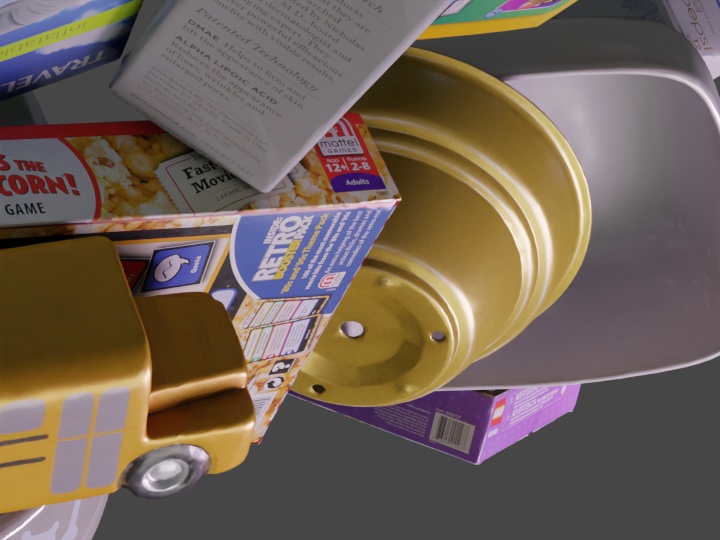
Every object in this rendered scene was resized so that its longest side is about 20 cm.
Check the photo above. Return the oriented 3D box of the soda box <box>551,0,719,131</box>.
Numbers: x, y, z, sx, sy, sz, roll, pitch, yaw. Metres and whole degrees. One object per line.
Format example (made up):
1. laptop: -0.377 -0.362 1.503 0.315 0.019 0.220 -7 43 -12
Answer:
1. soda box: 0.090 -0.085 1.403 0.200 0.064 0.068 -31 167 36

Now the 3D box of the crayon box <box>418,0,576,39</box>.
1. crayon box: 0.088 -0.157 1.064 0.200 0.058 0.119 -32 166 38

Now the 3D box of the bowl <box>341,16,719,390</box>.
1. bowl: 0.077 -0.039 1.329 0.199 0.075 0.200 -5 135 10

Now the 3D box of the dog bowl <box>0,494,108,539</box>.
1. dog bowl: -0.192 0.052 1.125 0.200 0.200 0.059 -20 154 -22

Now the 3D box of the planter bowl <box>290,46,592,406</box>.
1. planter bowl: 0.000 0.000 1.261 0.200 0.084 0.201 4 135 4

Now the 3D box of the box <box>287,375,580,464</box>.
1. box: 0.002 0.036 1.477 0.137 0.200 0.039 -21 127 -64

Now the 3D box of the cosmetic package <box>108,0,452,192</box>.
1. cosmetic package: -0.004 -0.114 0.932 0.102 0.074 0.200 -62 -172 -30

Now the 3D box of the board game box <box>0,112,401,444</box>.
1. board game box: -0.104 0.012 1.034 0.199 0.046 0.152 -4 143 -32

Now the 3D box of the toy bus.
1. toy bus: -0.135 0.039 0.945 0.199 0.065 0.078 -9 141 -18

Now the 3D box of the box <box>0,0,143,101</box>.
1. box: -0.127 -0.096 0.919 0.122 0.048 0.200 -20 168 -19

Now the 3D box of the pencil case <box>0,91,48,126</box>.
1. pencil case: -0.202 -0.014 1.058 0.200 0.083 0.091 -23 -158 -8
